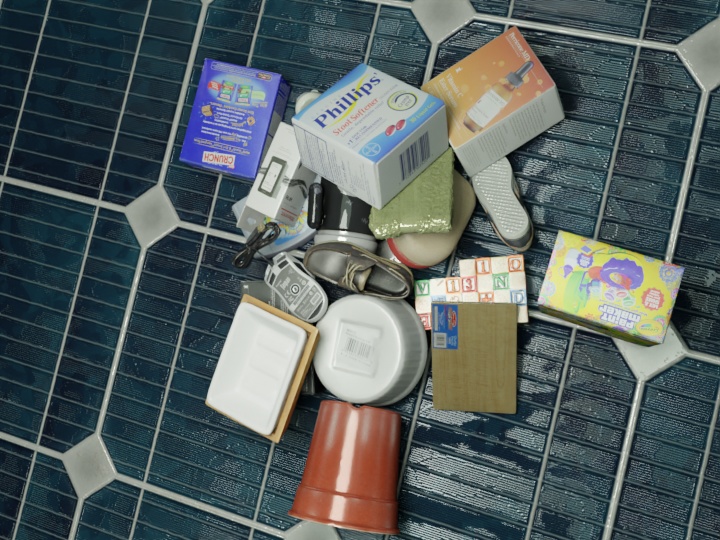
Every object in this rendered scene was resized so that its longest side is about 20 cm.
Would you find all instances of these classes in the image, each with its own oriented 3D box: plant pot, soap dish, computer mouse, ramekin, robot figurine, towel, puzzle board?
[{"bbox_3d":[-0.013,0.335,1.440,0.196,0.201,0.200,6,77,15],"label":"plant pot"},{"bbox_3d":[-0.162,0.165,1.420,0.155,0.081,0.204,22,93,22],"label":"soap dish"},{"bbox_3d":[-0.130,0.012,1.459,0.200,0.044,0.110,45,103,14],"label":"computer mouse"},{"bbox_3d":[0.010,0.135,1.448,0.196,0.097,0.206,-2,85,23],"label":"ramekin"},{"bbox_3d":[-0.020,-0.109,1.498,0.146,0.125,0.206,7,87,0],"label":"robot figurine"},{"bbox_3d":[0.088,-0.134,1.394,0.144,0.037,0.203,-5,48,9],"label":"towel"},{"bbox_3d":[0.197,0.150,1.449,0.147,0.017,0.205,1,108,14],"label":"puzzle board"}]

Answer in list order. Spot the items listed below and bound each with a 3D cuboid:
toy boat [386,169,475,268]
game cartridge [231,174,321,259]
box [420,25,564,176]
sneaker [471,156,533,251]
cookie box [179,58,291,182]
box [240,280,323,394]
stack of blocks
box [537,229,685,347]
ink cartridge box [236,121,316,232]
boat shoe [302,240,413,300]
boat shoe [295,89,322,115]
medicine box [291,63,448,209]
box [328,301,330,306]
[{"bbox_3d":[0.111,-0.091,1.484,0.130,0.130,0.202,39,57,-11],"label":"toy boat"},{"bbox_3d":[-0.137,-0.112,1.590,0.197,0.040,0.135,-30,81,10],"label":"game cartridge"},{"bbox_3d":[0.230,-0.294,1.458,0.198,0.106,0.154,-32,60,9],"label":"box"},{"bbox_3d":[0.250,-0.120,1.476,0.077,0.080,0.203,-20,55,12],"label":"sneaker"},{"bbox_3d":[-0.242,-0.286,1.613,0.167,0.075,0.205,15,88,15],"label":"cookie box"},{"bbox_3d":[-0.142,0.121,1.511,0.137,0.079,0.206,-2,84,10],"label":"box"},{"bbox_3d":[0.196,0.042,1.475,0.195,0.058,0.118,-6,83,14],"label":"stack of blocks"},{"bbox_3d":[0.400,0.035,1.355,0.196,0.192,0.125,18,88,15],"label":"box"},{"bbox_3d":[-0.141,-0.152,1.518,0.067,0.116,0.204,25,92,15],"label":"ink cartridge box"},{"bbox_3d":[0.000,0.000,1.408,0.195,0.073,0.076,12,101,-7],"label":"boat shoe"},{"bbox_3d":[-0.072,-0.285,1.508,0.070,0.200,0.072,-44,68,12],"label":"boat shoe"},{"bbox_3d":[0.017,-0.229,1.399,0.198,0.104,0.182,32,61,31],"label":"medicine box"},{"bbox_3d":[-0.126,0.144,1.562,0.198,0.032,0.123,-32,78,10],"label":"box"}]
